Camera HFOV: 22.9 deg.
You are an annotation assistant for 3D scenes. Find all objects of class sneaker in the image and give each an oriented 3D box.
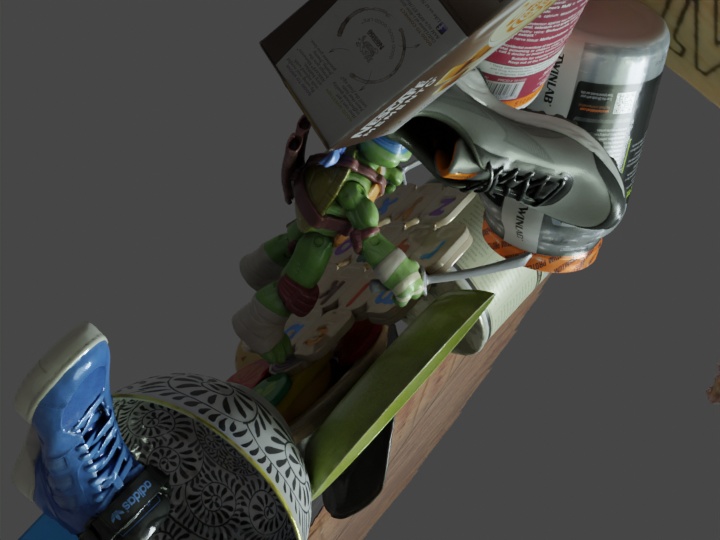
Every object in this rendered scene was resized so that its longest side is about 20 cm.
[{"bbox_3d":[-0.165,0.120,1.151,0.077,0.111,0.201,-42,165,-35],"label":"sneaker"},{"bbox_3d":[0.091,-0.075,1.191,0.074,0.199,0.080,-42,-154,45],"label":"sneaker"}]

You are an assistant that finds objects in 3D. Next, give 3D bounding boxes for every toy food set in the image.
[{"bbox_3d":[-0.057,0.080,1.390,0.197,0.049,0.200,-15,-154,52],"label":"toy food set"}]

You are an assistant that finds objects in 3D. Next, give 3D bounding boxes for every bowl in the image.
[{"bbox_3d":[-0.104,0.141,1.258,0.094,0.200,0.201,-49,171,-43],"label":"bowl"}]

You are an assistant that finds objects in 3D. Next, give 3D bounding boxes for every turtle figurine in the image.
[{"bbox_3d":[0.008,-0.017,1.268,0.199,0.145,0.194,6,139,-47],"label":"turtle figurine"}]

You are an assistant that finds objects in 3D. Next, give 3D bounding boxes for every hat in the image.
[{"bbox_3d":[-0.031,0.134,1.715,0.200,0.080,0.203,-41,-137,53],"label":"hat"}]

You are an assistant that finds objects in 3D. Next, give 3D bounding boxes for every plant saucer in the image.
[{"bbox_3d":[0.021,0.082,1.290,0.200,0.031,0.200,-48,174,-6],"label":"plant saucer"}]

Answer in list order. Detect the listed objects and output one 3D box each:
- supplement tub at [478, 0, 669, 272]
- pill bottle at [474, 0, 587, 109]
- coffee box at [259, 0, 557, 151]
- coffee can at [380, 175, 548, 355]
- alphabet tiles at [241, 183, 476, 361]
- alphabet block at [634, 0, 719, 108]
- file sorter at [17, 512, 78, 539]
[{"bbox_3d":[0.158,-0.108,1.368,0.122,0.122,0.202,-36,143,-52],"label":"supplement tub"},{"bbox_3d":[0.103,-0.203,1.182,0.109,0.109,0.201,-42,166,-37],"label":"pill bottle"},{"bbox_3d":[0.052,-0.164,1.049,0.199,0.080,0.114,-37,174,23],"label":"coffee box"},{"bbox_3d":[0.120,-0.041,1.666,0.200,0.146,0.147,-45,168,-24],"label":"coffee can"},{"bbox_3d":[0.000,0.000,1.371,0.196,0.015,0.199,-46,-155,-23],"label":"alphabet tiles"},{"bbox_3d":[0.313,-0.252,1.345,0.195,0.200,0.197,-46,168,-17],"label":"alphabet block"},{"bbox_3d":[-0.215,0.270,1.374,0.200,0.139,0.123,-47,171,-19],"label":"file sorter"}]
